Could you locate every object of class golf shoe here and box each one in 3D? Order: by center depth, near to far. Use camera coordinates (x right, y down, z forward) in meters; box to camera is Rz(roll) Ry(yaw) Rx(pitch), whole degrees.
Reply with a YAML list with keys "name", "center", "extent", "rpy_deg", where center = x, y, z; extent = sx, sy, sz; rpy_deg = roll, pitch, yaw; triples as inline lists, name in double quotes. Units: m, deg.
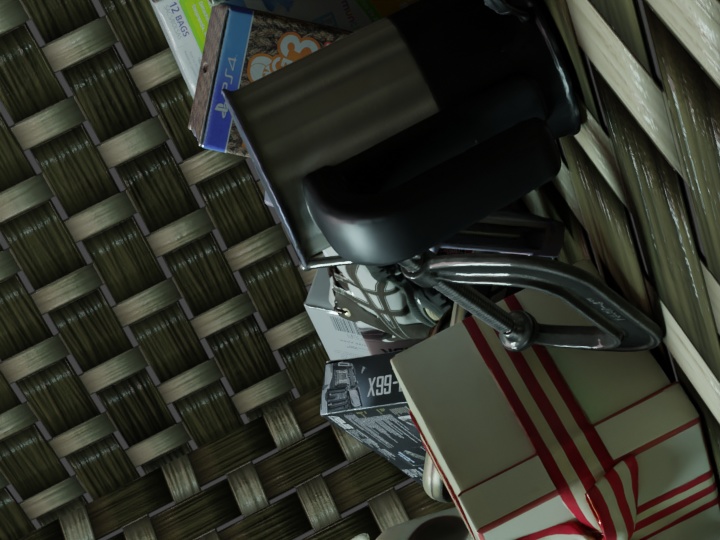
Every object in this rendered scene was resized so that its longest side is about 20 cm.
- name: "golf shoe"
  center: [0.000, 0.000, 1.490]
  extent: [0.200, 0.094, 0.078]
  rpy_deg: [41, -144, -38]

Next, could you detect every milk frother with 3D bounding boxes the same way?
- name: "milk frother"
  center: [0.013, -0.123, 1.138]
  extent: [0.201, 0.187, 0.181]
  rpy_deg: [65, 176, -18]

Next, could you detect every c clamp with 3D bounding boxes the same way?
- name: "c clamp"
  center: [0.088, 0.016, 1.229]
  extent: [0.199, 0.170, 0.027]
  rpy_deg: [29, -116, -47]

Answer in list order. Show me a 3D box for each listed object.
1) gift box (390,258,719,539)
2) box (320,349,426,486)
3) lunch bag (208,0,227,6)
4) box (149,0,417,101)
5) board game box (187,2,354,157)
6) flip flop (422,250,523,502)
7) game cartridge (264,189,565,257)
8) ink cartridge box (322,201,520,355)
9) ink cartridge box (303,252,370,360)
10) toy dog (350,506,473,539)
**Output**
- name: "gift box"
  center: [0.130, 0.143, 1.346]
  extent: [0.187, 0.199, 0.185]
  rpy_deg: [60, 180, 42]
- name: "box"
  center: [0.085, 0.126, 1.642]
  extent: [0.200, 0.156, 0.050]
  rpy_deg: [38, -130, -46]
- name: "lunch bag"
  center: [-0.068, -0.287, 1.440]
  extent: [0.200, 0.163, 0.118]
  rpy_deg: [-124, 9, -69]
- name: "box"
  center: [-0.051, -0.203, 1.537]
  extent: [0.101, 0.198, 0.113]
  rpy_deg: [-129, 15, -75]
- name: "board game box"
  center: [-0.015, -0.122, 1.418]
  extent: [0.159, 0.198, 0.098]
  rpy_deg: [-133, 55, -78]
- name: "flip flop"
  center: [0.074, 0.071, 1.477]
  extent: [0.057, 0.081, 0.202]
  rpy_deg: [23, 107, 40]
- name: "game cartridge"
  center: [0.039, -0.037, 1.373]
  extent: [0.199, 0.129, 0.039]
  rpy_deg: [3, -82, -55]
- name: "ink cartridge box"
  center: [0.067, 0.008, 1.623]
  extent: [0.084, 0.143, 0.201]
  rpy_deg: [-72, -32, -42]
- name: "ink cartridge box"
  center: [0.032, -0.009, 1.832]
  extent: [0.176, 0.083, 0.202]
  rpy_deg: [68, -143, -61]
- name: "toy dog"
  center: [0.103, 0.224, 1.612]
  extent: [0.193, 0.200, 0.140]
  rpy_deg: [39, -148, -20]
